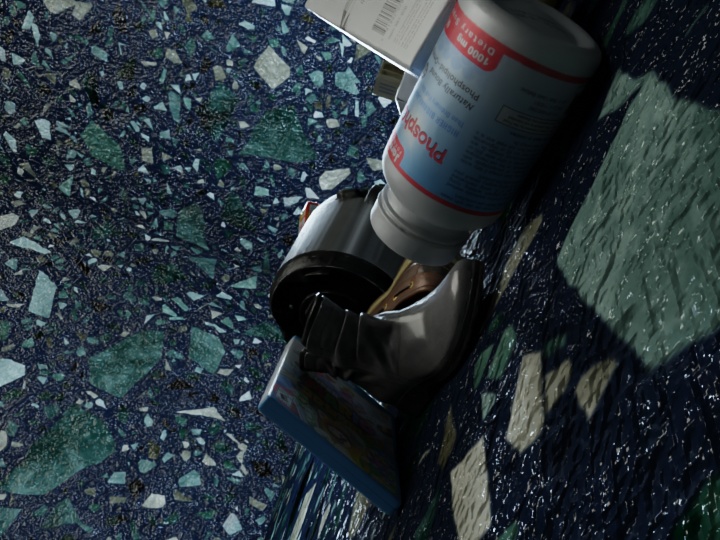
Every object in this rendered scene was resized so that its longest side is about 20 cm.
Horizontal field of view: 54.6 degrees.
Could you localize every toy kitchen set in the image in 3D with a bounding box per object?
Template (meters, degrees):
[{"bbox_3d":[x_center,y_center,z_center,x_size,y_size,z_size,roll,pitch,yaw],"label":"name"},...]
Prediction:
[{"bbox_3d":[0.128,-0.390,1.328,0.200,0.180,0.164,108,180,-45],"label":"toy kitchen set"}]

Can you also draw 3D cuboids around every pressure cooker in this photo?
[{"bbox_3d":[-0.002,-0.002,0.850,0.175,0.179,0.200,-18,29,28],"label":"pressure cooker"}]

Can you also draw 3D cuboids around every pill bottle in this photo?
[{"bbox_3d":[0.083,-0.103,0.534,0.109,0.108,0.200,-72,8,-55],"label":"pill bottle"}]

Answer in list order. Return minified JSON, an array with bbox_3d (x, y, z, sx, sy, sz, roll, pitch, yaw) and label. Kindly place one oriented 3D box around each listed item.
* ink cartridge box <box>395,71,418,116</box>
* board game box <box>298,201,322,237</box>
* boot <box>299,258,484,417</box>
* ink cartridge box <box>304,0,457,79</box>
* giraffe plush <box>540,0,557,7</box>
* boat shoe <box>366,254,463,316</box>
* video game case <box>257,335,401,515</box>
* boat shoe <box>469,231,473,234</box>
[{"bbox_3d":[0.110,-0.201,0.754,0.200,0.086,0.147,39,-109,-75],"label":"ink cartridge box"},{"bbox_3d":[-0.020,0.007,1.024,0.046,0.151,0.201,125,152,-52],"label":"board game box"},{"bbox_3d":[0.017,0.049,0.596,0.070,0.131,0.200,-69,2,-47],"label":"boot"},{"bbox_3d":[0.054,-0.255,0.616,0.145,0.084,0.200,-57,43,15],"label":"ink cartridge box"},{"bbox_3d":[0.148,-0.352,0.737,0.200,0.162,0.173,-72,4,-61],"label":"giraffe plush"},{"bbox_3d":[0.040,0.061,0.705,0.068,0.072,0.200,-68,4,-50],"label":"boat shoe"},{"bbox_3d":[-0.023,0.135,0.660,0.018,0.143,0.200,-50,5,7],"label":"video game case"},{"bbox_3d":[0.119,-0.097,0.670,0.063,0.073,0.200,-28,-21,-23],"label":"boat shoe"}]
